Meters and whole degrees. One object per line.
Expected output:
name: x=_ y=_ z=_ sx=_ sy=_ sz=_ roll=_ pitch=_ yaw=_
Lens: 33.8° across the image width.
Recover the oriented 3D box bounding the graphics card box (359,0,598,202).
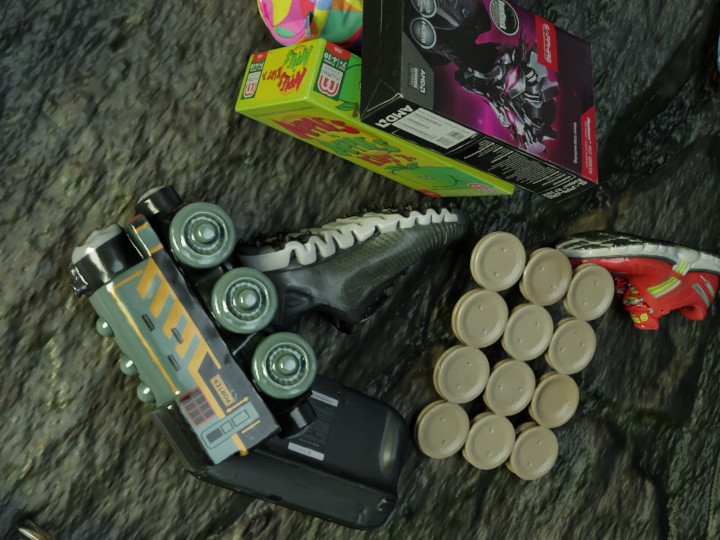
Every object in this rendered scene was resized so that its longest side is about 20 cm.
graphics card box: x=0.090 y=-0.139 z=0.865 sx=0.200 sy=0.051 sz=0.126 roll=18 pitch=64 yaw=-33

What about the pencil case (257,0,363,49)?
pencil case: x=0.019 y=-0.210 z=0.907 sx=0.200 sy=0.088 sz=0.089 roll=-7 pitch=95 yaw=-37

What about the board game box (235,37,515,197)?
board game box: x=0.017 y=-0.110 z=0.901 sx=0.200 sy=0.102 sz=0.048 roll=20 pitch=81 yaw=-33

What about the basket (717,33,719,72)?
basket: x=0.419 y=-0.241 z=1.138 sx=0.177 sy=0.139 sz=0.200 roll=-68 pitch=153 yaw=-13

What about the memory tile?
memory tile: x=0.133 y=0.075 z=1.010 sx=0.153 sy=0.017 sz=0.200 roll=16 pitch=95 yaw=-28

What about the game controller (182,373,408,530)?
game controller: x=-0.045 y=0.130 z=0.911 sx=0.200 sy=0.042 sz=0.104 roll=26 pitch=63 yaw=-33

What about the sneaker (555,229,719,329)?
sneaker: x=0.261 y=0.012 z=1.093 sx=0.200 sy=0.077 sz=0.085 roll=9 pitch=96 yaw=-32

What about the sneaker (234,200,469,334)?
sneaker: x=0.000 y=0.000 z=0.918 sx=0.200 sy=0.066 sz=0.091 roll=-15 pitch=103 yaw=-29

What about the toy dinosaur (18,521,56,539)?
toy dinosaur: x=-0.248 y=0.186 z=0.745 sx=0.200 sy=0.086 sz=0.136 roll=51 pitch=53 yaw=-7

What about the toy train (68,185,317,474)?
toy train: x=-0.113 y=0.042 z=0.814 sx=0.114 sy=0.085 sz=0.200 roll=-33 pitch=94 yaw=-20
